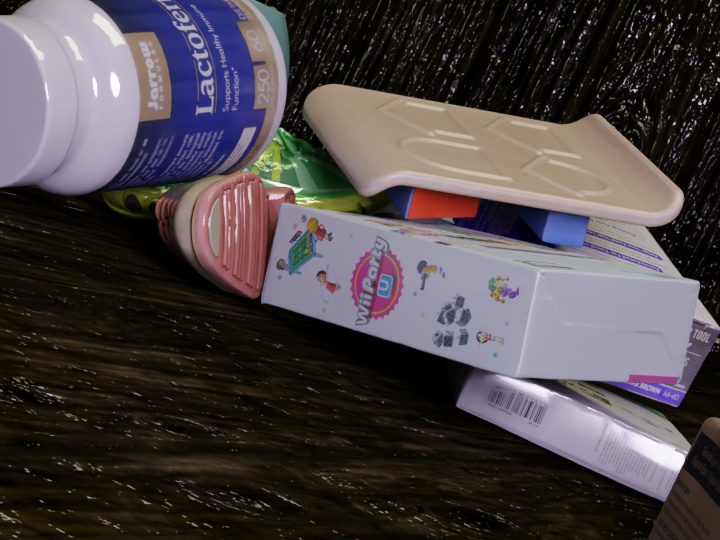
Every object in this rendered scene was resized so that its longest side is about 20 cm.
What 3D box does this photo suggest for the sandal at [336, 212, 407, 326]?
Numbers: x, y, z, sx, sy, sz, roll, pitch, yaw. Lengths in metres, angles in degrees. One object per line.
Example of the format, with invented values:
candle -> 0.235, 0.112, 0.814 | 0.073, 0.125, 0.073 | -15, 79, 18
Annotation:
sandal -> 0.000, -0.001, 1.724 | 0.043, 0.077, 0.200 | -2, -3, 13

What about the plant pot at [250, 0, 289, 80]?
plant pot -> -0.143, -0.145, 2.023 | 0.200, 0.162, 0.201 | 25, 4, -2

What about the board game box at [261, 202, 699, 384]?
board game box -> 0.067, 0.013, 1.530 | 0.199, 0.065, 0.147 | 16, 7, 43

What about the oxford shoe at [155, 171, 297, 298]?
oxford shoe -> -0.088, -0.021, 1.567 | 0.073, 0.071, 0.200 | 4, -2, 9

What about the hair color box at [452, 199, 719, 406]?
hair color box -> 0.140, 0.001, 1.731 | 0.109, 0.065, 0.200 | 19, 19, -22

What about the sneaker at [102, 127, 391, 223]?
sneaker -> -0.063, -0.069, 1.702 | 0.199, 0.084, 0.074 | 3, -8, -19

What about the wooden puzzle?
wooden puzzle -> 0.076, -0.061, 1.658 | 0.199, 0.047, 0.185 | 4, 18, -16

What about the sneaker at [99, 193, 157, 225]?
sneaker -> -0.125, -0.058, 1.775 | 0.199, 0.074, 0.081 | 29, -10, -39

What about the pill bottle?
pill bottle -> -0.144, -0.103, 1.562 | 0.115, 0.116, 0.199 | 27, 23, 32

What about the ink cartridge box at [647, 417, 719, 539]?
ink cartridge box -> 0.239, 0.147, 1.210 | 0.199, 0.075, 0.165 | 26, 3, -4

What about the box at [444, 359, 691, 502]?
box -> 0.122, 0.083, 1.614 | 0.144, 0.037, 0.200 | 25, 5, -2

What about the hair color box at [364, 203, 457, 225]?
hair color box -> 0.058, -0.010, 1.861 | 0.199, 0.100, 0.061 | 24, 38, -17
